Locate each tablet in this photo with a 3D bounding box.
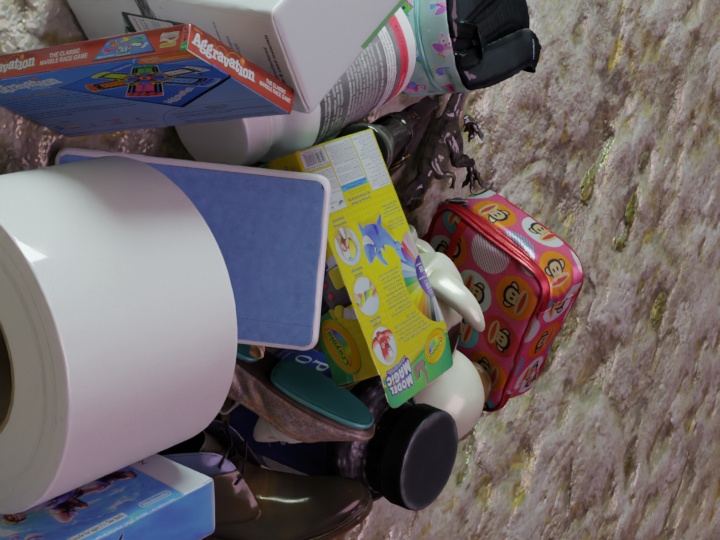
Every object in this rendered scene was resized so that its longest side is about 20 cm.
[{"bbox_3d":[-0.124,-0.015,0.875,0.014,0.199,0.131,-71,167,-75],"label":"tablet"}]

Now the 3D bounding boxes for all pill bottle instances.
[{"bbox_3d":[-0.054,-0.153,0.973,0.200,0.110,0.111,-37,130,-41],"label":"pill bottle"},{"bbox_3d":[-0.021,0.133,1.045,0.112,0.199,0.112,-25,122,-48],"label":"pill bottle"}]

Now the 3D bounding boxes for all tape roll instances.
[{"bbox_3d":[-0.196,0.036,0.773,0.139,0.202,0.204,-20,118,-49],"label":"tape roll"}]

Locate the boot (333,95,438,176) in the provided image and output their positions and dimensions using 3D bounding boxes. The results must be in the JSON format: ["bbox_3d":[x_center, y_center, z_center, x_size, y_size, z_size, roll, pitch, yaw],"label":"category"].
[{"bbox_3d":[-0.014,-0.070,1.077,0.200,0.069,0.174,-43,179,19],"label":"boot"}]

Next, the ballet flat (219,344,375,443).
[{"bbox_3d":[-0.082,0.095,0.973,0.067,0.199,0.068,-63,169,22],"label":"ballet flat"}]

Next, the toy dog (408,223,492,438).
[{"bbox_3d":[0.054,0.069,1.142,0.140,0.193,0.201,-52,131,-43],"label":"toy dog"}]

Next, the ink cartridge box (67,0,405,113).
[{"bbox_3d":[-0.085,-0.200,0.840,0.146,0.199,0.084,-53,142,-27],"label":"ink cartridge box"}]

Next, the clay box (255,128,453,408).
[{"bbox_3d":[0.000,0.000,0.928,0.115,0.047,0.201,-26,97,-56],"label":"clay box"}]

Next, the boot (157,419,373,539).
[{"bbox_3d":[-0.092,0.164,0.938,0.075,0.199,0.097,-100,-176,-58],"label":"boot"}]

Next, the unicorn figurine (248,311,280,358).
[{"bbox_3d":[-0.059,0.023,0.964,0.137,0.200,0.074,-32,159,-54],"label":"unicorn figurine"}]

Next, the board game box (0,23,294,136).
[{"bbox_3d":[-0.152,-0.117,0.778,0.103,0.199,0.020,23,70,-54],"label":"board game box"}]

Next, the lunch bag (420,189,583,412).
[{"bbox_3d":[0.117,0.022,1.217,0.082,0.176,0.201,-24,144,-39],"label":"lunch bag"}]

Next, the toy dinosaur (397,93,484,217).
[{"bbox_3d":[0.094,-0.133,1.241,0.088,0.047,0.201,30,75,-47],"label":"toy dinosaur"}]

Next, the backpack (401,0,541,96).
[{"bbox_3d":[0.080,-0.230,1.105,0.200,0.126,0.168,-52,129,-51],"label":"backpack"}]

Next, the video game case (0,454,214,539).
[{"bbox_3d":[-0.228,0.160,0.791,0.200,0.181,0.046,-20,118,-49],"label":"video game case"}]
